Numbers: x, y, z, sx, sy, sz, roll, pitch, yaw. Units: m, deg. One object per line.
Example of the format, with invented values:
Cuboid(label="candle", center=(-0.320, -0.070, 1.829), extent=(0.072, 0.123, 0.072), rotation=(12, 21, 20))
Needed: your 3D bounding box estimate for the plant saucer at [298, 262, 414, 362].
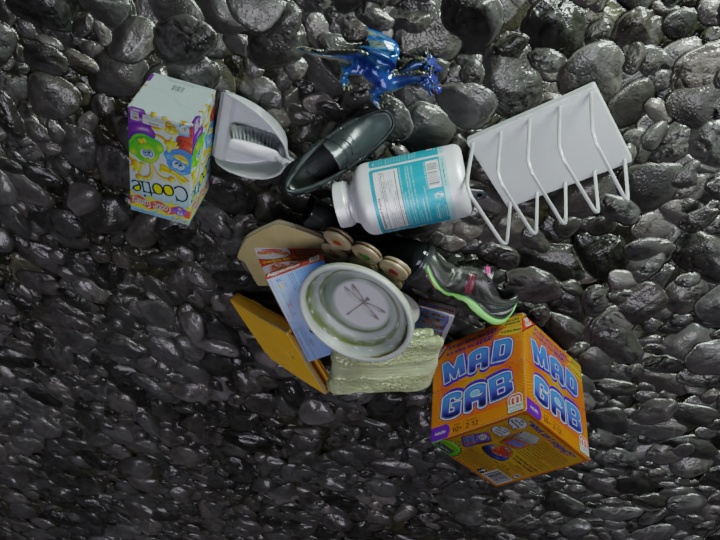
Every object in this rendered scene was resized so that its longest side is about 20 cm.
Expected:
Cuboid(label="plant saucer", center=(-0.002, 0.060, 1.258), extent=(0.199, 0.050, 0.201), rotation=(13, 130, 16))

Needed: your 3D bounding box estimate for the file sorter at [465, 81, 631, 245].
Cuboid(label="file sorter", center=(0.267, -0.142, 1.098), extent=(0.199, 0.125, 0.139), rotation=(-20, 126, 30))

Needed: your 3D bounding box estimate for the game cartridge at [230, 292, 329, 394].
Cuboid(label="game cartridge", center=(-0.150, 0.136, 1.471), extent=(0.200, 0.032, 0.177), rotation=(25, 151, 47))

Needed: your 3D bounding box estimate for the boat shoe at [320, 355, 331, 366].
Cuboid(label="boat shoe", center=(0.011, 0.149, 1.493), extent=(0.199, 0.071, 0.064), rotation=(-7, 169, 24))

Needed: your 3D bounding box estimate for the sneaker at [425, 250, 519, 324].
Cuboid(label="sneaker", center=(0.187, 0.013, 1.316), extent=(0.199, 0.077, 0.084), rotation=(31, 116, -19))

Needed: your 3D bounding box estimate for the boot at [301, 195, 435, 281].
Cuboid(label="boot", center=(0.007, -0.059, 1.244), extent=(0.199, 0.066, 0.165), rotation=(31, 171, -13))

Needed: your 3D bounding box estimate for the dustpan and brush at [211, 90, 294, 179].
Cuboid(label="dustpan and brush", center=(-0.137, -0.184, 1.208), extent=(0.199, 0.057, 0.140), rotation=(17, 135, -5))

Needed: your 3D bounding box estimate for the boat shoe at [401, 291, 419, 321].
Cuboid(label="boat shoe", center=(0.010, 0.068, 1.412), extent=(0.199, 0.072, 0.069), rotation=(1, 173, 6))

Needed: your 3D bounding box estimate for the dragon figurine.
Cuboid(label="dragon figurine", center=(0.018, -0.291, 1.065), extent=(0.199, 0.059, 0.099), rotation=(29, 133, -14))

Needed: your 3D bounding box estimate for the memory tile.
Cuboid(label="memory tile", center=(0.000, 0.000, 1.268), extent=(0.153, 0.017, 0.200), rotation=(28, 159, 4))

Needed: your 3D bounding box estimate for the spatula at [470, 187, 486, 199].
Cuboid(label="spatula", center=(0.101, -0.133, 1.222), extent=(0.199, 0.021, 0.057), rotation=(10, 131, 4))

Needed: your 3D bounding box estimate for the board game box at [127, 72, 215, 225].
Cuboid(label="board game box", center=(-0.298, -0.188, 1.217), extent=(0.104, 0.103, 0.201), rotation=(15, 135, 0))

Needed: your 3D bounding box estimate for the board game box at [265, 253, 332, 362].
Cuboid(label="board game box", center=(-0.078, 0.068, 1.319), extent=(0.102, 0.019, 0.201), rotation=(-19, 126, 4))

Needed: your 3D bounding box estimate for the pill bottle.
Cuboid(label="pill bottle", center=(0.061, -0.117, 1.159), extent=(0.199, 0.111, 0.111), rotation=(-10, 131, 9))

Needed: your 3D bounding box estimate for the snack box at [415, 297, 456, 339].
Cuboid(label="snack box", center=(0.120, 0.133, 1.471), extent=(0.072, 0.024, 0.201), rotation=(16, 135, 1))

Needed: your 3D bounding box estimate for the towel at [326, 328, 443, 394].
Cuboid(label="towel", center=(0.042, 0.165, 1.376), extent=(0.199, 0.037, 0.149), rotation=(0, 129, -9))

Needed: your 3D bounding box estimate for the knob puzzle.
Cuboid(label="knob puzzle", center=(-0.119, -0.034, 1.352), extent=(0.218, 0.031, 0.220), rotation=(5, 149, 3))

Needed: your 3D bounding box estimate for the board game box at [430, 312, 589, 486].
Cuboid(label="board game box", center=(0.268, 0.238, 1.393), extent=(0.199, 0.201, 0.200), rotation=(-27, 128, 34))

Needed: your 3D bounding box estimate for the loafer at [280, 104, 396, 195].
Cuboid(label="loafer", center=(-0.031, -0.174, 1.145), extent=(0.200, 0.070, 0.068), rotation=(-33, 108, 9))
